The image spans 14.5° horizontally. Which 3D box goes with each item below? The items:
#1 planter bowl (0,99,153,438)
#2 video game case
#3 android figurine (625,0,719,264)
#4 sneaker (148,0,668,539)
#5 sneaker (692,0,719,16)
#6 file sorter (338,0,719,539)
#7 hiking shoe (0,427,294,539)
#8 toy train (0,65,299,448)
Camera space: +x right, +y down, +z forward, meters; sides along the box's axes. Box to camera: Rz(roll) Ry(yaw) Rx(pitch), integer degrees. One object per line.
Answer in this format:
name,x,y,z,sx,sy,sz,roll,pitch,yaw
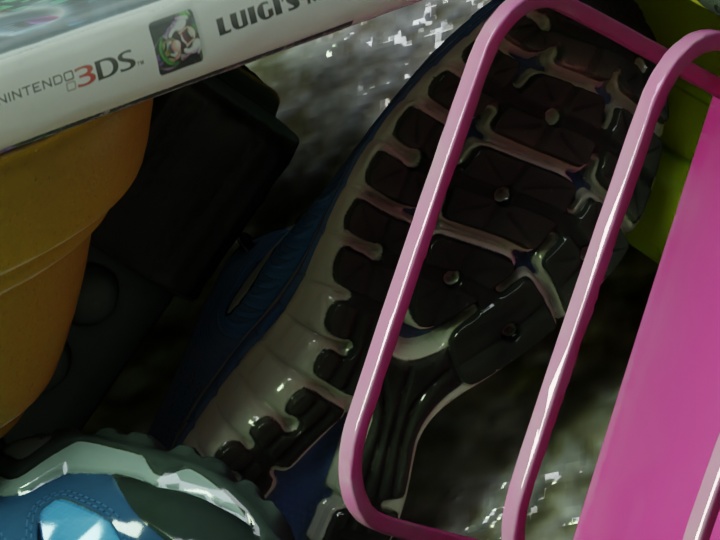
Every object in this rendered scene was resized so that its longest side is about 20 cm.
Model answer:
planter bowl,-0.132,0.005,0.671,0.200,0.084,0.200,-11,16,3
video game case,-0.070,-0.070,0.688,0.181,0.023,0.200,-23,20,-33
android figurine,0.122,-0.077,0.726,0.200,0.041,0.182,36,111,28
sneaker,0.000,0.000,0.744,0.200,0.078,0.089,-52,29,9
sneaker,0.095,-0.094,0.668,0.200,0.085,0.075,24,104,32
file sorter,0.115,0.030,0.609,0.200,0.125,0.139,18,90,39
hiking shoe,-0.105,0.091,0.678,0.199,0.075,0.087,-5,37,27
toy train,-0.099,0.003,0.782,0.200,0.085,0.114,-54,28,3
